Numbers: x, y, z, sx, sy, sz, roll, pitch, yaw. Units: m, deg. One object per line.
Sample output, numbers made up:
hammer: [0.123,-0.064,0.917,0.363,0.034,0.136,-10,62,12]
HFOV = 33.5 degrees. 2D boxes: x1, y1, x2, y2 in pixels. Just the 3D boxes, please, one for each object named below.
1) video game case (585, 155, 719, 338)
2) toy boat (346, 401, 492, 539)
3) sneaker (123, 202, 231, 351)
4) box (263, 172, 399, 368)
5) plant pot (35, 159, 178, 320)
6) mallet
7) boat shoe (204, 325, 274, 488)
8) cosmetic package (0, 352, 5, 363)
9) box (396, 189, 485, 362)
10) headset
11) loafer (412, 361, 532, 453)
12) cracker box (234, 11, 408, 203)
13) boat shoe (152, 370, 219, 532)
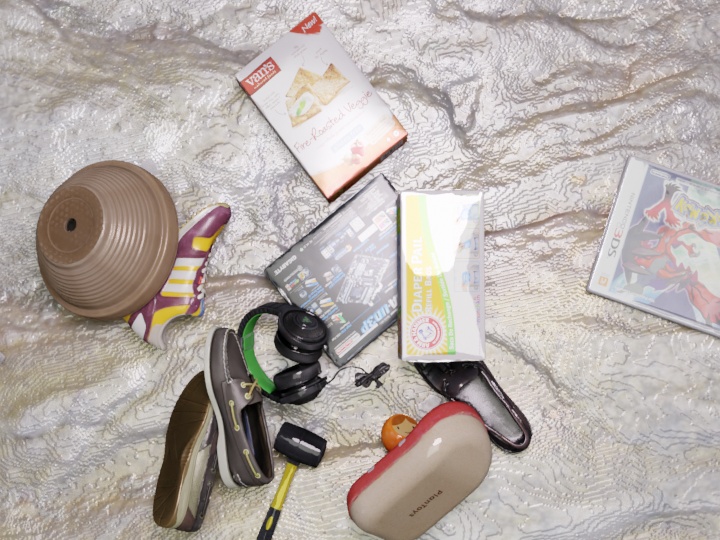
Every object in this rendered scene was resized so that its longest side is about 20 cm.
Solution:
video game case: [0.408,-0.029,1.529,0.197,0.023,0.185,19,87,2]
toy boat: [0.065,0.231,1.478,0.200,0.130,0.132,-43,45,16]
sneaker: [-0.215,0.007,1.515,0.090,0.075,0.200,42,97,6]
box: [0.000,0.000,1.522,0.199,0.046,0.160,-40,87,-1]
plant pot: [-0.330,-0.046,1.476,0.198,0.093,0.204,-5,77,21]
mallet: [-0.095,0.296,1.514,0.065,0.041,0.203,14,91,5]
boat shoe: [-0.147,0.167,1.485,0.060,0.072,0.205,-8,92,25]
cosmetic package: [-0.553,0.069,1.502,0.199,0.101,0.071,41,87,2]
box: [0.095,0.008,1.443,0.099,0.112,0.204,0,89,-1]
headset: [-0.064,0.107,1.481,0.198,0.093,0.126,16,115,35]
loafer: [0.142,0.149,1.502,0.200,0.063,0.072,44,88,3]
cracker box: [-0.049,-0.208,1.531,0.133,0.058,0.201,-38,86,-2]
boat shoe: [-0.206,0.228,1.506,0.064,0.073,0.203,30,68,-41]
